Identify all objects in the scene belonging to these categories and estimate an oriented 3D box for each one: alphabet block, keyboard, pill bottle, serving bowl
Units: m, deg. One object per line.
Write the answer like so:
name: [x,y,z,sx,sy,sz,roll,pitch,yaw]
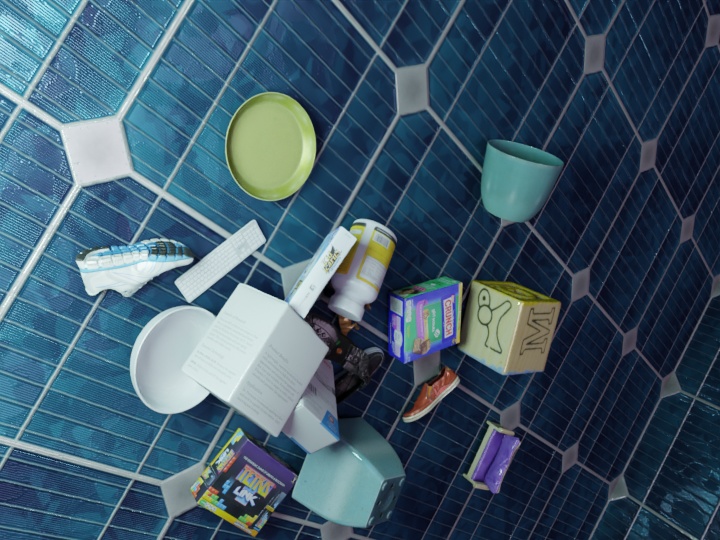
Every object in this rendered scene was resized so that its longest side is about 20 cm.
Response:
alphabet block: [0.411,0.154,1.578,0.192,0.193,0.207,3,105,-38]
keyboard: [-0.275,-0.020,1.124,0.199,0.011,0.057,-41,125,-18]
pill bottle: [0.000,0.000,1.245,0.111,0.110,0.205,34,71,-38]
serving bowl: [-0.353,0.163,1.080,0.197,0.064,0.208,-17,113,-46]

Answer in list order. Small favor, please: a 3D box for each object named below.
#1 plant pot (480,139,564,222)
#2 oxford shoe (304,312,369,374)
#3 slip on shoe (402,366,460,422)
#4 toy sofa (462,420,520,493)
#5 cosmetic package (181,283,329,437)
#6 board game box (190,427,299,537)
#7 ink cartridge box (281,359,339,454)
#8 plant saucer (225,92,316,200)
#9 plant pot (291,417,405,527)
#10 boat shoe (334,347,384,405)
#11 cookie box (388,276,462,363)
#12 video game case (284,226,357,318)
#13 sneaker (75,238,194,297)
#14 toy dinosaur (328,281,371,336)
plant pot: [0.396,-0.223,1.447,0.195,0.200,0.166,-5,122,-34]
oxford shoe: [-0.072,0.159,1.273,0.073,0.084,0.200,-49,117,-6]
slip on shoe: [0.187,0.343,1.561,0.198,0.074,0.062,-40,90,-12]
toy sofa: [0.415,0.590,1.784,0.082,0.097,0.205,24,91,-39]
cosmetic package: [-0.198,0.169,1.089,0.203,0.162,0.166,-57,137,-19]
board game box: [-0.256,0.481,1.276,0.166,0.056,0.201,-49,127,-11]
ink cartridge box: [-0.120,0.257,1.207,0.082,0.203,0.146,-28,128,15]
plant saucer: [-0.178,-0.242,1.110,0.195,0.031,0.207,-13,113,-32]
plant pot: [-0.008,0.492,1.344,0.194,0.197,0.202,18,96,-55]
boat shoe: [-0.010,0.262,1.378,0.196,0.066,0.072,-29,120,-26]
cookie box: [0.168,0.123,1.459,0.195,0.074,0.177,-14,113,-33]
video game case: [-0.089,0.005,1.157,0.045,0.200,0.184,34,83,-8]
sneaker: [-0.396,-0.001,1.011,0.194,0.075,0.090,-8,118,-26]
toy dinosaur: [-0.034,0.089,1.308,0.104,0.060,0.206,-22,117,-27]
